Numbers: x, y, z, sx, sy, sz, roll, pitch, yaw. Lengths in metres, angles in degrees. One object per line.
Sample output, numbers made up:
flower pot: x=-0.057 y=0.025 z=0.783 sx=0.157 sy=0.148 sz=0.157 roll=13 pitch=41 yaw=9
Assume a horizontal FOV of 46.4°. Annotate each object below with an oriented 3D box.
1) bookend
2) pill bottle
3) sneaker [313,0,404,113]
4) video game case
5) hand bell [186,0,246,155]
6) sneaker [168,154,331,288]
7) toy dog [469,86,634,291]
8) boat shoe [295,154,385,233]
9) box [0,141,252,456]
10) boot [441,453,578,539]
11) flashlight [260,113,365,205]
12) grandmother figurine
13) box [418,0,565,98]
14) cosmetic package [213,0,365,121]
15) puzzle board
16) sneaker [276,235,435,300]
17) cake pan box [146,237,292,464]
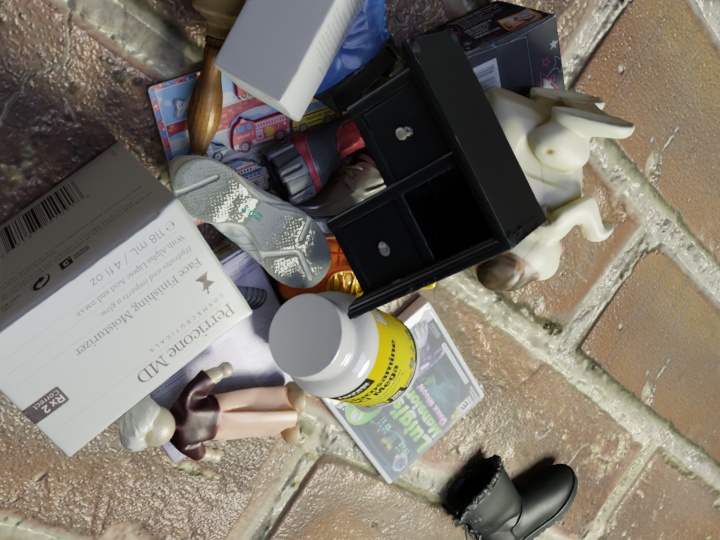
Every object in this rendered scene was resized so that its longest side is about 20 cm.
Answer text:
bookend: x=0.038 y=-0.087 z=0.801 sx=0.092 sy=0.198 sz=0.202 roll=-30 pitch=95 yaw=-53
pill bottle: x=-0.017 y=0.087 z=0.921 sx=0.113 sy=0.112 sz=0.200 roll=-56 pitch=153 yaw=2
sneaker: x=0.008 y=-0.252 z=0.834 sx=0.111 sy=0.077 sz=0.201 roll=33 pitch=88 yaw=-23
video game case: x=0.058 y=0.161 z=1.099 sx=0.181 sy=0.023 sz=0.201 roll=-40 pitch=126 yaw=-10
hand bell: x=-0.133 y=-0.204 z=0.778 sx=0.103 sy=0.104 sz=0.202 roll=-1 pitch=117 yaw=-31
sneaker: x=-0.108 y=-0.055 z=0.841 sx=0.200 sy=0.080 sz=0.071 roll=39 pitch=90 yaw=-31
toy dog: x=0.167 y=-0.074 z=0.853 sx=0.191 sy=0.140 sz=0.202 roll=3 pitch=113 yaw=-13
boat shoe: x=0.004 y=-0.093 z=0.922 sx=0.198 sy=0.072 sz=0.066 roll=-17 pitch=115 yaw=-22
box: x=-0.234 y=0.014 z=0.743 sx=0.198 sy=0.200 sz=0.131 roll=-39 pitch=125 yaw=-11
boot: x=0.224 y=0.331 z=1.250 sx=0.198 sy=0.073 sz=0.163 roll=-43 pitch=123 yaw=-7
flashlight: x=-0.004 y=-0.138 z=0.876 sx=0.199 sy=0.068 sz=0.068 roll=-29 pitch=91 yaw=-13
grandmother figurine: x=-0.155 y=0.154 z=0.885 sx=0.198 sy=0.060 sz=0.123 roll=-2 pitch=104 yaw=-33
box: x=0.147 y=-0.177 z=0.945 sx=0.131 sy=0.115 sz=0.202 roll=-27 pitch=122 yaw=-15
cosmetic package: x=-0.042 y=-0.242 z=0.737 sx=0.071 sy=0.101 sz=0.201 roll=29 pitch=93 yaw=4
puzzle board: x=-0.105 y=-0.144 z=0.866 sx=0.198 sy=0.017 sz=0.152 roll=-23 pitch=121 yaw=-21
sneaker: x=0.000 y=0.000 z=0.959 sx=0.198 sy=0.077 sz=0.074 roll=-11 pitch=118 yaw=-25
cake pan box: x=-0.171 y=0.088 z=0.910 sx=0.199 sy=0.052 sz=0.185 roll=-35 pitch=123 yaw=-14
